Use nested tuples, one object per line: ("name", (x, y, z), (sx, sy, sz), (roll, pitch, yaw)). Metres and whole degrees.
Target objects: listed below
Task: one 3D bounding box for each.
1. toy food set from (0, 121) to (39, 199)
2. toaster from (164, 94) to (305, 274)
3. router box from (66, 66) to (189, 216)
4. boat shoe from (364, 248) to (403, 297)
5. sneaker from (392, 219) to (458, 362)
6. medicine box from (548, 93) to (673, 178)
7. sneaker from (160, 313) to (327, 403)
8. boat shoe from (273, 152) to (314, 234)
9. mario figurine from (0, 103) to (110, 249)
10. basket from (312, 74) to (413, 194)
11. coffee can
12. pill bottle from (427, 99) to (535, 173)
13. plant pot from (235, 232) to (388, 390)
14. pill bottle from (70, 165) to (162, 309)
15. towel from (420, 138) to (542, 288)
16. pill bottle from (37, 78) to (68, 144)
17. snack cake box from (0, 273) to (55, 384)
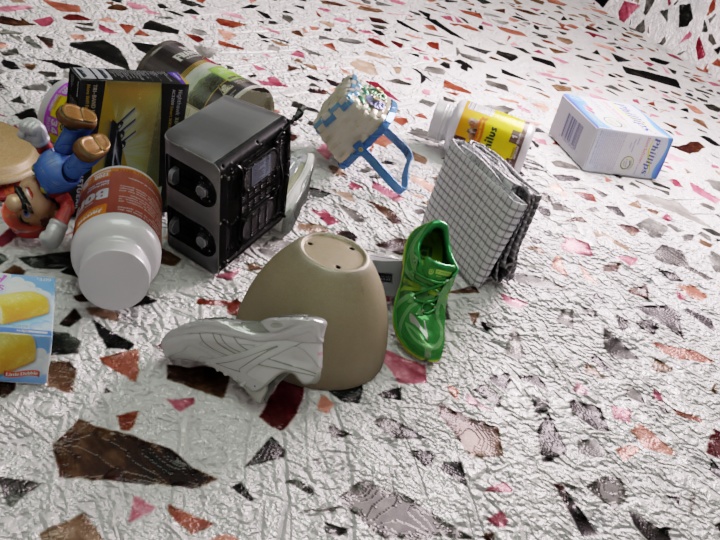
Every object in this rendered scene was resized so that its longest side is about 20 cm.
("toy food set", (-0.550, -0.160, 1.338), (0.196, 0.049, 0.200), (21, 29, 7))
("toaster", (-0.179, -0.128, 1.309), (0.118, 0.182, 0.200), (25, 43, 20))
("router box", (-0.332, -0.178, 1.325), (0.156, 0.202, 0.052), (-6, 33, -34))
("boat shoe", (0.000, 0.000, 1.338), (0.197, 0.073, 0.066), (3, 3, -14))
("sneaker", (0.087, 0.022, 1.267), (0.073, 0.084, 0.203), (8, 66, -14))
("medicine box", (0.549, -0.296, 2.088), (0.197, 0.104, 0.183), (4, 32, -21))
("sneaker", (-0.135, 0.102, 1.080), (0.197, 0.101, 0.078), (-3, -3, 13))
("boat shoe", (-0.116, -0.130, 1.491), (0.064, 0.075, 0.203), (16, 38, 1))
("mario figurine", (-0.398, -0.111, 1.187), (0.105, 0.200, 0.124), (25, 38, -27))
("basket", (0.018, -0.240, 1.697), (0.200, 0.139, 0.177), (46, 23, -19))
("coffee can", (-0.264, -0.278, 1.587), (0.199, 0.148, 0.146), (30, 32, 21))
("pill bottle", (0.237, -0.268, 1.869), (0.198, 0.110, 0.109), (20, 29, 7))
("plant pot", (-0.048, 0.033, 1.184), (0.198, 0.136, 0.201), (13, 29, -8))
("pill bottle", (-0.307, -0.041, 1.197), (0.111, 0.113, 0.201), (7, 30, -16))
("towel", (0.192, -0.092, 1.493), (0.085, 0.167, 0.200), (3, 32, -34))
("pill bottle", (-0.386, -0.212, 1.453), (0.198, 0.105, 0.104), (24, 30, 13))
("snack cake box", (-0.432, 0.055, 1.014), (0.197, 0.068, 0.115), (6, 32, -20))
